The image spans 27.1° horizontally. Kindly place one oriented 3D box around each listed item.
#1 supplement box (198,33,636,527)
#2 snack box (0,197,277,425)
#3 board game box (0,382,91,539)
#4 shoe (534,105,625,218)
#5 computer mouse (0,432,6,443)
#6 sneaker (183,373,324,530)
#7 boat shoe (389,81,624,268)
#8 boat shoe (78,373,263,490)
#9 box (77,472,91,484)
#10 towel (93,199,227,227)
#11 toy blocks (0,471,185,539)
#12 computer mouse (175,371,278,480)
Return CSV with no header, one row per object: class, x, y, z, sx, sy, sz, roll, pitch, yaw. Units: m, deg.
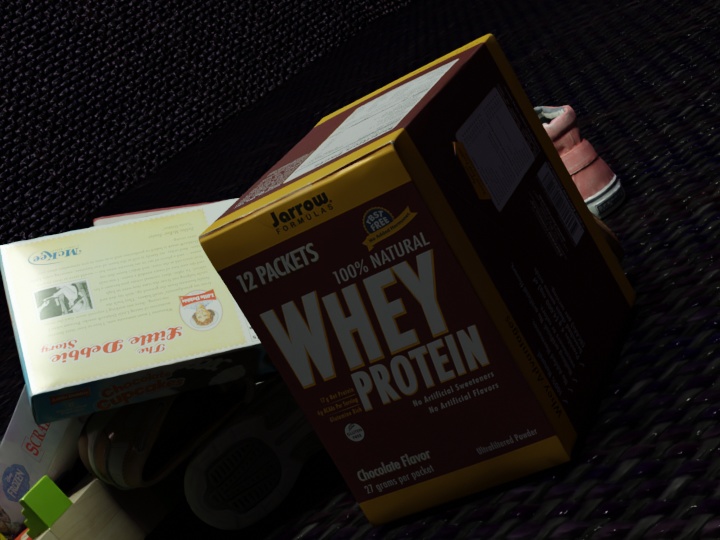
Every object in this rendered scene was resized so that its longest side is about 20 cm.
supplement box,0.043,0.001,0.873,0.133,0.197,0.200,-24,14,29
snack box,-0.116,0.019,0.931,0.200,0.116,0.037,-12,-35,-14
board game box,-0.176,0.077,1.054,0.200,0.041,0.200,-47,-8,-44
shoe,0.129,-0.080,1.231,0.071,0.091,0.200,-37,14,-27
computer mouse,-0.288,0.156,1.379,0.138,0.053,0.200,-25,11,36
sneaker,-0.039,0.086,1.004,0.200,0.078,0.099,-32,16,-8
boat shoe,0.096,-0.062,0.995,0.068,0.200,0.072,-61,5,-32
boat shoe,-0.090,0.065,0.962,0.076,0.072,0.200,9,55,49
box,-0.216,0.174,1.166,0.200,0.048,0.193,-26,11,27
towel,-0.160,-0.014,1.383,0.144,0.023,0.200,-8,26,-18
toy blocks,-0.215,0.206,0.966,0.137,0.100,0.200,-36,9,43
computer mouse,-0.089,0.084,1.114,0.200,0.053,0.139,-44,-25,-68
